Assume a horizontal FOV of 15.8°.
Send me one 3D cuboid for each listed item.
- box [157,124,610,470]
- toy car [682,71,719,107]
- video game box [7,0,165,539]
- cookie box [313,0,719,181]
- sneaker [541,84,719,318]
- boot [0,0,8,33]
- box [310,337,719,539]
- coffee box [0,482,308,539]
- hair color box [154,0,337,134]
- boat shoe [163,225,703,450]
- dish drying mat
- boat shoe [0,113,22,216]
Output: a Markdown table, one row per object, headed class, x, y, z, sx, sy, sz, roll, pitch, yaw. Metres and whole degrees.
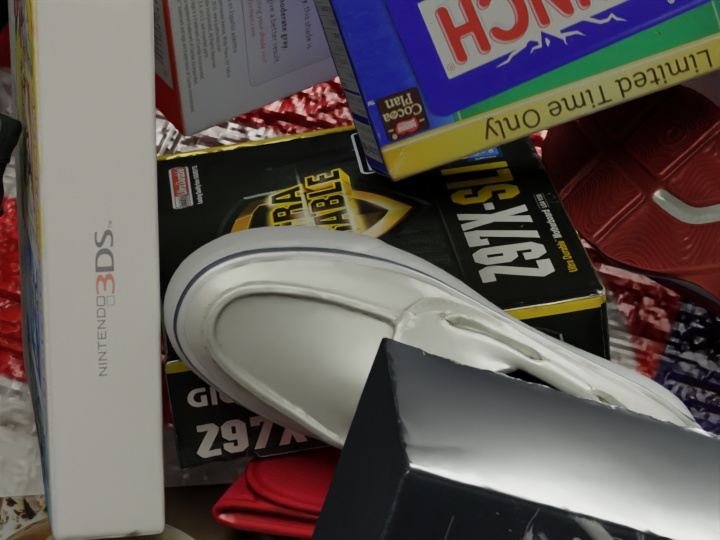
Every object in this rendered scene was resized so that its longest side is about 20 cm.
| class | x | y | z | sx | sy | sz | roll | pitch | yaw |
| --- | --- | --- | --- | --- | --- | --- | --- | --- | --- |
| box | 0.000 | 0.000 | 0.996 | 0.159 | 0.049 | 0.200 | -7 | 24 | -3 |
| toy car | 0.199 | -0.162 | 1.099 | 0.199 | 0.175 | 0.150 | -7 | 21 | -1 |
| video game box | -0.102 | -0.030 | 0.947 | 0.047 | 0.200 | 0.182 | -3 | 20 | -8 |
| cookie box | 0.055 | -0.155 | 0.979 | 0.171 | 0.075 | 0.200 | -19 | 98 | -2 |
| sneaker | 0.154 | 0.008 | 1.015 | 0.078 | 0.116 | 0.200 | -40 | 45 | -3 |
| boot | -0.183 | -0.107 | 1.101 | 0.073 | 0.198 | 0.163 | 38 | 95 | -6 |
| box | 0.064 | 0.150 | 0.818 | 0.182 | 0.200 | 0.104 | 15 | 19 | -8 |
| coffee box | -0.078 | 0.144 | 0.939 | 0.199 | 0.080 | 0.113 | -4 | 54 | 1 |
| hair color box | -0.006 | -0.148 | 1.087 | 0.200 | 0.111 | 0.064 | -22 | 43 | -21 |
| boat shoe | 0.029 | 0.046 | 0.872 | 0.200 | 0.072 | 0.066 | 26 | 13 | -12 |
| dish drying mat | 0.020 | 0.047 | 0.971 | 0.077 | 0.018 | 0.200 | 7 | 26 | 22 |
| boat shoe | -0.188 | -0.079 | 0.937 | 0.199 | 0.074 | 0.066 | 43 | 111 | 39 |
